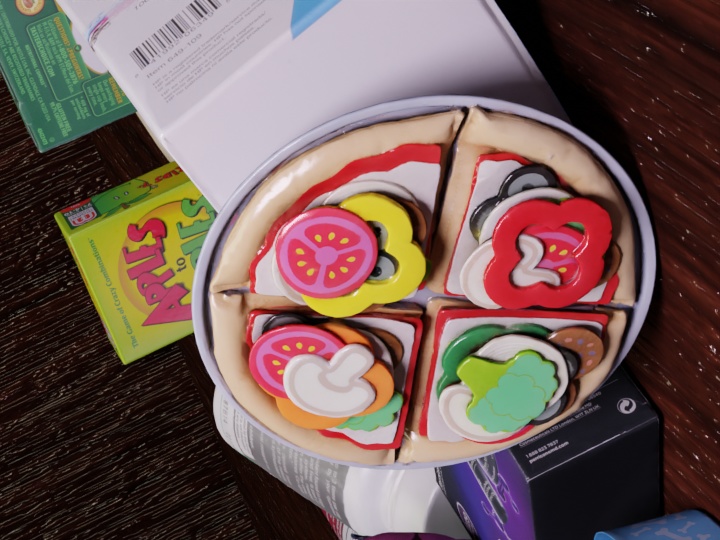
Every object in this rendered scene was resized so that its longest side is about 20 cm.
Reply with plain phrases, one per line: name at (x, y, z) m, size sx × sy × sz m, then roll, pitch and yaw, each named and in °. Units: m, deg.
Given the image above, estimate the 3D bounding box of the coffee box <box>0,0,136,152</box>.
coffee box at (-0.127, -0.166, 1.177) m, size 0.044 × 0.200 × 0.123 m, roll 53°, pitch 166°, yaw 58°

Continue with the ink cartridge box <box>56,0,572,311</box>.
ink cartridge box at (-0.026, -0.095, 0.901) m, size 0.146 × 0.147 × 0.200 m, roll 52°, pitch 179°, yaw -34°

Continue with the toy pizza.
toy pizza at (0.029, 0.016, 0.827) m, size 0.032 × 0.200 × 0.200 m, roll -102°, pitch -4°, yaw -52°

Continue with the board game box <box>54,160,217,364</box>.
board game box at (-0.089, -0.029, 1.300) m, size 0.048 × 0.200 × 0.102 m, roll 46°, pitch 159°, yaw 60°

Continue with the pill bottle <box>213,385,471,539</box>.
pill bottle at (0.005, 0.110, 1.286) m, size 0.200 × 0.113 × 0.113 m, roll 29°, pitch 148°, yaw 40°

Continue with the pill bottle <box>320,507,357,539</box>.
pill bottle at (0.039, 0.170, 1.377) m, size 0.200 × 0.113 × 0.113 m, roll 55°, pitch 166°, yaw 43°

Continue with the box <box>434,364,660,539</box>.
box at (0.093, 0.096, 1.041) m, size 0.200 × 0.079 × 0.141 m, roll 78°, pitch 166°, yaw -52°

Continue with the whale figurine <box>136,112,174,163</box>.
whale figurine at (-0.080, -0.102, 1.448) m, size 0.200 × 0.104 × 0.159 m, roll 40°, pitch -170°, yaw -47°

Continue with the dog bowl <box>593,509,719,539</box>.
dog bowl at (0.175, 0.179, 0.900) m, size 0.200 × 0.050 × 0.112 m, roll 42°, pitch 155°, yaw 63°

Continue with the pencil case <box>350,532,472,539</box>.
pencil case at (0.025, 0.247, 1.092) m, size 0.091 × 0.093 × 0.200 m, roll 162°, pitch 104°, yaw -74°
